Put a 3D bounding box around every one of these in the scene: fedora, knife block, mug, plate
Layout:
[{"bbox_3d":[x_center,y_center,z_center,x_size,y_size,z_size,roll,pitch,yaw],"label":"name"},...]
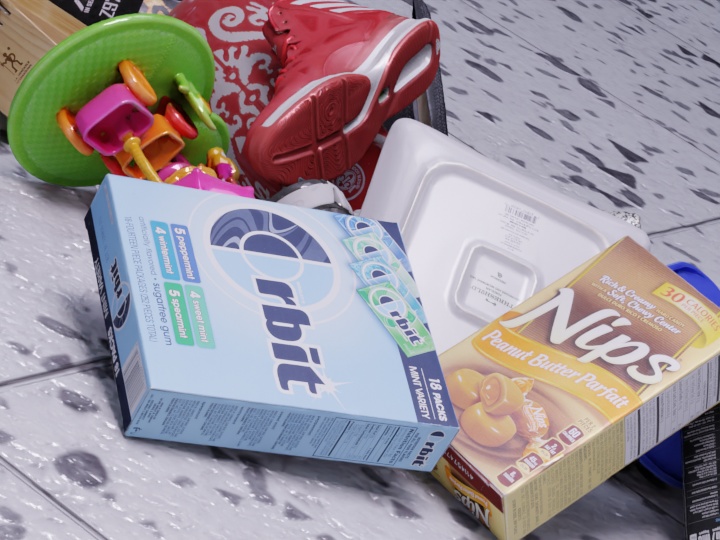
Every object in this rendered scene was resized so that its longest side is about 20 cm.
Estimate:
[{"bbox_3d":[0.020,-0.127,1.929,0.091,0.202,0.201,-8,22,0],"label":"fedora"},{"bbox_3d":[-0.265,-0.179,1.685,0.175,0.064,0.200,43,12,14],"label":"knife block"},{"bbox_3d":[-0.043,-0.110,1.795,0.177,0.134,0.200,9,29,-40],"label":"mug"},{"bbox_3d":[0.084,0.016,1.571,0.199,0.201,0.032,25,-25,-8],"label":"plate"}]

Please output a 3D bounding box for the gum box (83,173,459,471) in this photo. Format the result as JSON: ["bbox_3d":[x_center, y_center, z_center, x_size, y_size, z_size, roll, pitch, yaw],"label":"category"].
[{"bbox_3d":[-0.054,0.031,1.418,0.199,0.045,0.171,10,43,-27],"label":"gum box"}]

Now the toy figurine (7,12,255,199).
[{"bbox_3d":[-0.117,-0.041,1.569,0.185,0.150,0.200,58,8,34],"label":"toy figurine"}]

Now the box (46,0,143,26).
[{"bbox_3d":[-0.230,-0.252,1.796,0.086,0.201,0.164,8,26,-44],"label":"box"}]

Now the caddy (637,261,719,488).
[{"bbox_3d":[0.215,0.077,1.687,0.142,0.105,0.200,54,20,10],"label":"caddy"}]

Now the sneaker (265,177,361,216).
[{"bbox_3d":[0.000,0.000,1.667,0.091,0.066,0.200,64,16,20],"label":"sneaker"}]

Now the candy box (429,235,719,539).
[{"bbox_3d":[0.130,0.072,1.489,0.199,0.056,0.115,-32,51,-22],"label":"candy box"}]

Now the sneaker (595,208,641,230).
[{"bbox_3d":[0.162,-0.002,1.754,0.088,0.077,0.200,-4,-12,-5],"label":"sneaker"}]

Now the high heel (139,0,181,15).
[{"bbox_3d":[-0.130,-0.221,1.943,0.199,0.143,0.071,33,-25,-12],"label":"high heel"}]

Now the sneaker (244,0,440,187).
[{"bbox_3d":[-0.041,-0.128,1.674,0.115,0.079,0.200,20,36,31],"label":"sneaker"}]

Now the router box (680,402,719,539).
[{"bbox_3d":[0.301,0.137,1.577,0.199,0.062,0.151,14,67,-35],"label":"router box"}]
